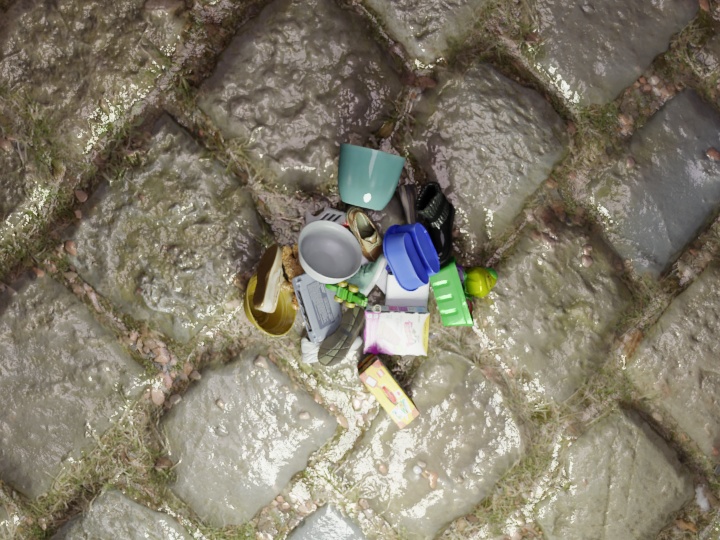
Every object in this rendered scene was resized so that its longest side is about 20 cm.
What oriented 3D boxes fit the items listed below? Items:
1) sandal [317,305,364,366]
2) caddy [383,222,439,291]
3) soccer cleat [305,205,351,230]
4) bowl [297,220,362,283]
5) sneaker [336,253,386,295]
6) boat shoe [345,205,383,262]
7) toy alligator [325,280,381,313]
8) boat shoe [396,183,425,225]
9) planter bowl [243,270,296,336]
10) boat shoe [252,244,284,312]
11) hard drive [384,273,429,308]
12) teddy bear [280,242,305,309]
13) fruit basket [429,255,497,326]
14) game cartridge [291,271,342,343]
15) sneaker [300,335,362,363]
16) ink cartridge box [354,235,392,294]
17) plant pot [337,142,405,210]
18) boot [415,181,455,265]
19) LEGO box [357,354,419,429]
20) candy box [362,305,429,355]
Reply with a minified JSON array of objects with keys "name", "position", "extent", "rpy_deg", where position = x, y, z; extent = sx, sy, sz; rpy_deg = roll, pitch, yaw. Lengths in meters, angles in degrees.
[{"name":"sandal","position":[-0.052,0.195,1.675],"extent":[0.081,0.055,0.203],"rpy_deg":[29,85,13]},{"name":"caddy","position":[0.140,-0.040,1.640],"extent":[0.141,0.104,0.203],"rpy_deg":[-39,109,-44]},{"name":"soccer cleat","position":[-0.073,-0.158,1.718],"extent":[0.195,0.069,0.087],"rpy_deg":[-11,87,-2]},{"name":"bowl","position":[-0.100,-0.038,1.642],"extent":[0.197,0.091,0.205],"rpy_deg":[14,53,-19]},{"name":"sneaker","position":[0.000,0.000,1.685],"extent":[0.117,0.074,0.202],"rpy_deg":[36,130,1]},{"name":"boat shoe","position":[0.023,-0.095,1.671],"extent":[0.075,0.074,0.202],"rpy_deg":[-36,110,-6]},{"name":"toy alligator","position":[-0.013,0.076,1.656],"extent":[0.197,0.054,0.061],"rpy_deg":[23,108,25]},{"name":"boat shoe","position":[0.168,-0.168,1.729],"extent":[0.072,0.074,0.205],"rpy_deg":[-15,94,-3]},{"name":"planter bowl","position":[-0.286,0.104,1.683],"extent":[0.082,0.199,0.204],"rpy_deg":[-20,95,35]},{"name":"boat shoe","position":[-0.256,0.026,1.633],"extent":[0.069,0.073,0.205],"rpy_deg":[33,58,-42]},{"name":"hard drive","position":[0.138,0.113,1.740],"extent":[0.128,0.026,0.205],"rpy_deg":[3,105,-4]},{"name":"teddy bear","position":[-0.182,0.015,1.703],"extent":[0.143,0.066,0.206],"rpy_deg":[2,86,-40]},{"name":"fruit basket","position":[0.324,0.053,1.720],"extent":[0.210,0.156,0.222],"rpy_deg":[2,101,10]},{"name":"game cartridge","position":[-0.122,0.096,1.683],"extent":[0.132,0.040,0.205],"rpy_deg":[-23,100,-40]},{"name":"sneaker","position":[-0.092,0.215,1.728],"extent":[0.195,0.078,0.102],"rpy_deg":[-13,90,-4]},{"name":"ink cartridge box","position":[0.049,-0.034,1.745],"extent":[0.094,0.037,0.201],"rpy_deg":[-38,93,-1]},{"name":"plant pot","position":[0.020,-0.269,1.660],"extent":[0.195,0.201,0.165],"rpy_deg":[13,99,-4]},{"name":"boot","position":[0.216,-0.137,1.674],"extent":[0.078,0.157,0.217],"rpy_deg":[-1,71,27]},{"name":"LEGO box","position":[0.079,0.355,1.706],"extent":[0.077,0.149,0.201],"rpy_deg":[-38,95,-1]},{"name":"candy box","position":[0.106,0.181,1.711],"extent":[0.194,0.061,0.140],"rpy_deg":[1,105,-2]}]
